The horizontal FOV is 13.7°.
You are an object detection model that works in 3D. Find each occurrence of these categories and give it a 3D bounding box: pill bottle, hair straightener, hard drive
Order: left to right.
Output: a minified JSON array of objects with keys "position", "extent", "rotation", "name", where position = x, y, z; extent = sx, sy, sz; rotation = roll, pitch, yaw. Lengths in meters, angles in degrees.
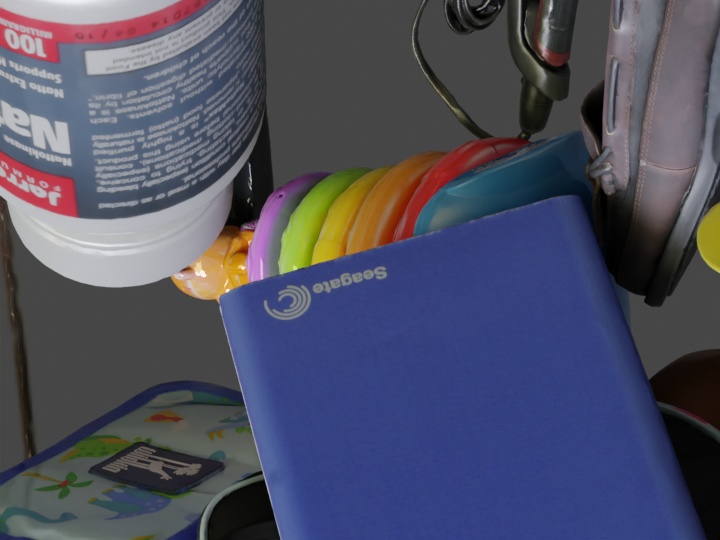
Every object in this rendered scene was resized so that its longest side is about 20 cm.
[{"position":[-0.093,-0.084,1.097],"extent":[0.119,0.120,0.201],"rotation":[35,153,21],"name":"pill bottle"},{"position":[0.038,0.073,0.981],"extent":[0.025,0.131,0.201],"rotation":[77,177,-53],"name":"hard drive"},{"position":[0.056,-0.138,1.105],"extent":[0.077,0.041,0.201],"rotation":[21,124,29],"name":"hair straightener"}]

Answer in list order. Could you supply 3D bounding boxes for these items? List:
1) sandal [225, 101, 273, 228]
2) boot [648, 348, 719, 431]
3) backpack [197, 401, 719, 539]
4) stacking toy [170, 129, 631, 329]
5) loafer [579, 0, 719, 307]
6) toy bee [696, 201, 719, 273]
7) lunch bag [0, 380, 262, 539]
[{"position":[-0.076,-0.098,1.205],"extent":[0.075,0.048,0.202],"rotation":[2,110,36],"name":"sandal"},{"position":[0.166,0.121,1.099],"extent":[0.154,0.074,0.201],"rotation":[-27,93,36],"name":"boot"},{"position":[0.058,0.142,1.029],"extent":[0.199,0.151,0.178],"rotation":[-17,57,5],"name":"backpack"},{"position":[0.000,0.000,1.157],"extent":[0.199,0.116,0.111],"rotation":[6,112,42],"name":"stacking toy"},{"position":[0.105,-0.064,1.038],"extent":[0.063,0.072,0.200],"rotation":[24,147,8],"name":"loafer"},{"position":[0.186,-0.043,1.009],"extent":[0.130,0.109,0.201],"rotation":[8,118,-4],"name":"toy bee"},{"position":[-0.100,0.129,1.234],"extent":[0.199,0.170,0.128],"rotation":[-27,91,41],"name":"lunch bag"}]
